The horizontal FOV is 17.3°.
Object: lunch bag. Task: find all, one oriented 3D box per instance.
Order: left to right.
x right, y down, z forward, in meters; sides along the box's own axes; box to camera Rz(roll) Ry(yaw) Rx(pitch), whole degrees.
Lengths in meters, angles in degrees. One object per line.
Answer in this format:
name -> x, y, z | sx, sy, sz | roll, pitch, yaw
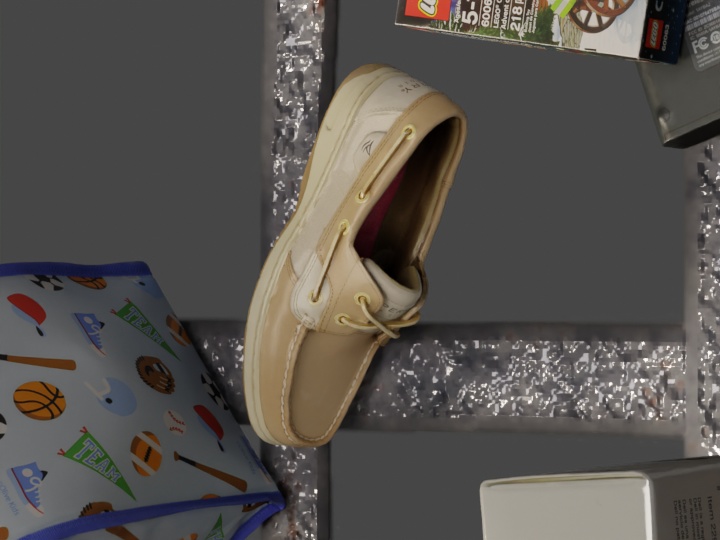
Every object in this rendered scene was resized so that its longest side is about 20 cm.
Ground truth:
lunch bag -> -0.168, 0.090, 1.211 | 0.124, 0.200, 0.170 | -46, 66, 25

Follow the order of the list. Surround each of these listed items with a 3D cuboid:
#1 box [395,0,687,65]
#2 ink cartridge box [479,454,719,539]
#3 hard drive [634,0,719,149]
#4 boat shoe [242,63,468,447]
box -> 0.095, -0.202, 1.090 | 0.136, 0.038, 0.201 | 12, 96, 35
ink cartridge box -> 0.144, 0.152, 0.990 | 0.084, 0.200, 0.146 | -7, 84, 38
hard drive -> 0.171, -0.174, 1.079 | 0.139, 0.033, 0.200 | -24, 76, 33
boat shoe -> 0.000, 0.000, 1.171 | 0.069, 0.074, 0.200 | 23, 101, 39
